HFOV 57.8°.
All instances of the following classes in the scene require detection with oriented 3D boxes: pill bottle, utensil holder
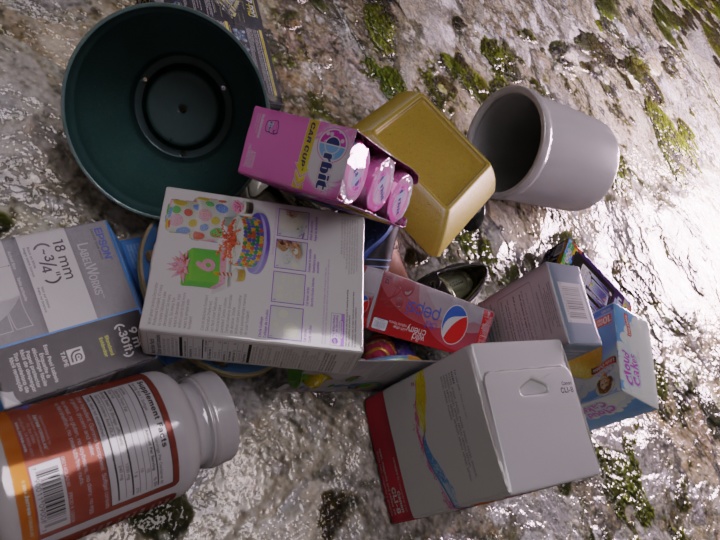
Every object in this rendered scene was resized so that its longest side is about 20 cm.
[{"bbox_3d":[-0.207,0.151,0.549,0.197,0.112,0.114,-12,73,-39],"label":"pill bottle"},{"bbox_3d":[0.295,-0.187,1.053,0.197,0.169,0.174,7,62,-34],"label":"utensil holder"}]

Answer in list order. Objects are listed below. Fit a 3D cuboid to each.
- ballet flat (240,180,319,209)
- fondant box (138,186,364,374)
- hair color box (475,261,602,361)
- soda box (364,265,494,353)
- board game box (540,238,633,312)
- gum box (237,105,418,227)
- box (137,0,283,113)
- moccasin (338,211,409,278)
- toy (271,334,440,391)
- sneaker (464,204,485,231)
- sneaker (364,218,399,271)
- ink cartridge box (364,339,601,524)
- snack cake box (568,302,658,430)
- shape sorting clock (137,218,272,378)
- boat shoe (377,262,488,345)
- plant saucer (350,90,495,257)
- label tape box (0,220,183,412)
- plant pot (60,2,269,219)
[{"bbox_3d":[-0.097,-0.078,0.787,0.201,0.068,0.075,49,57,-8],"label":"ballet flat"},{"bbox_3d":[-0.096,0.010,0.618,0.195,0.058,0.147,8,61,-12],"label":"fondant box"},{"bbox_3d":[0.193,0.080,0.813,0.060,0.200,0.101,6,62,-31],"label":"hair color box"},{"bbox_3d":[0.064,0.049,0.742,0.198,0.069,0.065,20,85,-41],"label":"soda box"},{"bbox_3d":[0.337,0.075,1.015,0.165,0.056,0.201,44,48,-10],"label":"board game box"},{"bbox_3d":[-0.023,-0.100,0.680,0.199,0.111,0.068,11,96,-67],"label":"gum box"},{"bbox_3d":[-0.196,-0.293,0.839,0.158,0.049,0.204,-3,68,-34],"label":"box"},{"bbox_3d":[0.019,-0.069,0.849,0.073,0.077,0.205,3,63,-46],"label":"moccasin"},{"bbox_3d":[0.010,0.101,0.726,0.196,0.115,0.048,1,67,-34],"label":"toy"},{"bbox_3d":[0.094,-0.137,0.956,0.114,0.076,0.203,-12,65,-31],"label":"sneaker"},{"bbox_3d":[0.000,0.000,0.779,0.202,0.069,0.078,-61,147,-18],"label":"sneaker"},{"bbox_3d":[0.125,0.176,0.713,0.143,0.200,0.148,1,65,-34],"label":"ink cartridge box"},{"bbox_3d":[0.274,0.140,0.838,0.066,0.200,0.117,25,53,-20],"label":"snack cake box"},{"bbox_3d":[-0.145,0.017,0.696,0.198,0.039,0.203,28,46,-32],"label":"shape sorting clock"},{"bbox_3d":[0.098,0.034,0.859,0.199,0.066,0.073,-28,83,-41],"label":"boat shoe"},{"bbox_3d":[0.085,-0.147,0.865,0.200,0.048,0.200,45,49,1],"label":"plant saucer"},{"bbox_3d":[-0.254,0.034,0.611,0.197,0.063,0.147,-17,77,-40],"label":"label tape box"},{"bbox_3d":[-0.195,-0.168,0.690,0.198,0.202,0.134,32,10,-16],"label":"plant pot"}]
